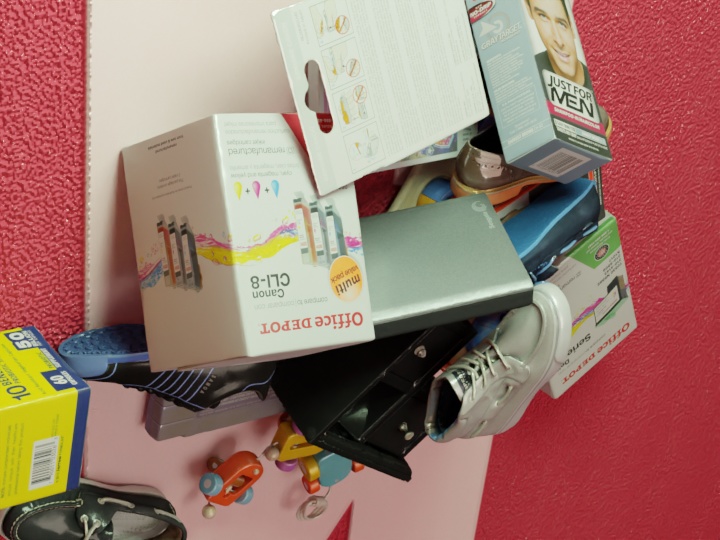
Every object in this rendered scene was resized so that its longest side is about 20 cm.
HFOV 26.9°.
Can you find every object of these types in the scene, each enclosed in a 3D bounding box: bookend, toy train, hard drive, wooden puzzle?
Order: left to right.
[{"bbox_3d":[-0.084,0.203,1.590,0.150,0.056,0.200,-46,146,14],"label":"toy train"},{"bbox_3d":[0.045,0.099,1.525,0.199,0.092,0.200,-44,145,10],"label":"bookend"},{"bbox_3d":[0.044,-0.001,1.398,0.199,0.140,0.033,-12,134,-10],"label":"hard drive"},{"bbox_3d":[0.125,-0.088,1.578,0.185,0.046,0.200,27,98,-50],"label":"wooden puzzle"}]

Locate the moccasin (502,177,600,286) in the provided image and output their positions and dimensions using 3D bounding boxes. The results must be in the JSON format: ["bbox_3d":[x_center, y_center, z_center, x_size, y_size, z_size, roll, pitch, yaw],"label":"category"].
[{"bbox_3d":[0.173,-0.016,1.481,0.200,0.080,0.068,-35,120,-23],"label":"moccasin"}]

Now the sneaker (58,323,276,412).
[{"bbox_3d":[-0.173,0.092,1.370,0.199,0.070,0.078,-4,112,-16],"label":"sneaker"}]

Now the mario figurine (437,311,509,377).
[{"bbox_3d":[0.120,0.069,1.610,0.123,0.106,0.200,-25,177,-24],"label":"mario figurine"}]

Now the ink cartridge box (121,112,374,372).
[{"bbox_3d":[-0.095,-0.022,1.277,0.145,0.144,0.201,-6,87,-42],"label":"ink cartridge box"}]

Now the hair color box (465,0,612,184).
[{"bbox_3d":[0.167,-0.191,1.432,0.061,0.201,0.099,-28,154,35],"label":"hair color box"}]

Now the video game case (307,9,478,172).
[{"bbox_3d":[0.034,-0.168,1.427,0.200,0.018,0.144,-13,110,-37],"label":"video game case"}]

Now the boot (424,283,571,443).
[{"bbox_3d":[0.128,0.098,1.453,0.095,0.074,0.200,-13,140,-33],"label":"boot"}]

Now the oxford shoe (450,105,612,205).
[{"bbox_3d":[0.178,-0.130,1.496,0.200,0.071,0.073,-28,144,-30],"label":"oxford shoe"}]

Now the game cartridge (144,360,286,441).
[{"bbox_3d":[-0.118,0.093,1.492,0.200,0.038,0.130,-10,128,-39],"label":"game cartridge"}]

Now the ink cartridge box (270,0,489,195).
[{"bbox_3d":[0.011,-0.172,1.277,0.200,0.050,0.163,-27,113,-30],"label":"ink cartridge box"}]

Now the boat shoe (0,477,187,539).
[{"bbox_3d":[-0.253,0.244,1.449,0.200,0.060,0.076,2,116,-44],"label":"boat shoe"}]

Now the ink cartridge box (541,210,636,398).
[{"bbox_3d":[0.231,0.029,1.732,0.145,0.084,0.200,-39,139,-15],"label":"ink cartridge box"}]

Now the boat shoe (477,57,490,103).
[{"bbox_3d":[0.062,-0.190,1.390,0.200,0.068,0.072,20,86,-43],"label":"boat shoe"}]

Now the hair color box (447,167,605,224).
[{"bbox_3d":[0.163,-0.056,1.557,0.200,0.061,0.102,-34,133,-25],"label":"hair color box"}]

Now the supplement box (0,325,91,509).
[{"bbox_3d":[-0.340,0.133,1.249,0.200,0.109,0.110,-12,126,-38],"label":"supplement box"}]
